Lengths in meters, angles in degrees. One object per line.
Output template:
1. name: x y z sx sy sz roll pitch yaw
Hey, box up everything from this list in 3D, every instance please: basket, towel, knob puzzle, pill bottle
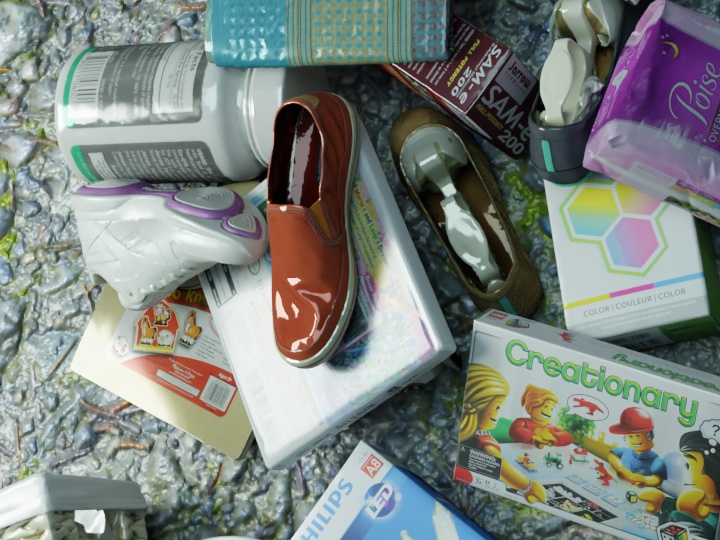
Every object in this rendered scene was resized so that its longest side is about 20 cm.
1. basket: -0.263 0.245 1.343 0.199 0.135 0.124 -25 70 23
2. towel: -0.023 -0.222 1.301 0.199 0.022 0.148 2 91 24
3. knob puzzle: -0.117 0.025 1.407 0.218 0.030 0.221 -6 74 22
4. pill bottle: -0.131 -0.125 1.407 0.199 0.113 0.114 0 76 23

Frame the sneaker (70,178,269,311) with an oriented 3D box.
1. sneaker: -0.141 -0.015 1.359 0.199 0.075 0.100 10 107 43

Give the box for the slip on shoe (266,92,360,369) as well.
1. slip on shoe: -0.041 -0.031 1.274 0.074 0.061 0.202 2 85 36

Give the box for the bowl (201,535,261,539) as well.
1. bowl: -0.078 0.297 1.276 0.199 0.105 0.202 -6 74 21

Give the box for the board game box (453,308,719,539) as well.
1. board game box: 0.165 0.114 1.231 0.199 0.035 0.127 16 113 26

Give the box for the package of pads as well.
1. package of pads: 0.263 -0.091 1.208 0.199 0.076 0.121 24 75 -2

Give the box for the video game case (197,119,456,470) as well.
1. video game case: -0.034 0.017 1.314 0.182 0.024 0.201 -36 62 29

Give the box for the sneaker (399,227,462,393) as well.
1. sneaker: 0.000 0.000 1.340 0.088 0.074 0.201 -25 68 13

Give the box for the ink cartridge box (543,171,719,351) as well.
1. ink cartridge box: 0.192 -0.045 1.279 0.103 0.059 0.202 -13 71 21

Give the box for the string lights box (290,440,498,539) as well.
1. string lights box: 0.053 0.223 1.266 0.200 0.059 0.103 36 91 26

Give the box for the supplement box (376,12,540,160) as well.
1. supplement box: 0.045 -0.171 1.342 0.200 0.109 0.061 37 93 30

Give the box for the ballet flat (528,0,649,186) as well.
1. ballet flat: 0.162 -0.154 1.278 0.073 0.073 0.201 5 55 24

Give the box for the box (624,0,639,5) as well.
1. box: 0.170 -0.273 1.313 0.110 0.035 0.200 -54 35 2

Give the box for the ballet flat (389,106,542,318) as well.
1. ballet flat: 0.071 -0.050 1.324 0.068 0.072 0.201 -29 67 12
